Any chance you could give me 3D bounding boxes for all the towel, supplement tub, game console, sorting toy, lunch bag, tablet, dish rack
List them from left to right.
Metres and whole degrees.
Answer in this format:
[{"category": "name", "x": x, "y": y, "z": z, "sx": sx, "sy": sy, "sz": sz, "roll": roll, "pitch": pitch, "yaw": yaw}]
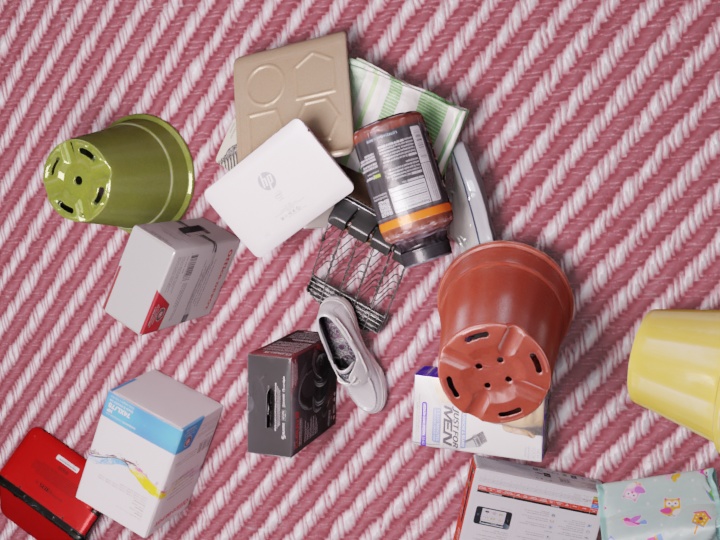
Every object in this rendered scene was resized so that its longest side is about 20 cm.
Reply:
[{"category": "game console", "x": -0.547, "y": 0.411, "z": 1.712, "sx": 0.198, "sy": 0.119, "sz": 0.173, "roll": 30, "pitch": 75, "yaw": 12}, {"category": "tablet", "x": -0.119, "y": -0.114, "z": 1.359, "sx": 0.199, "sy": 0.014, "sz": 0.130, "roll": -34, "pitch": 106, "yaw": 26}, {"category": "sorting toy", "x": -0.098, "y": -0.242, "z": 1.388, "sx": 0.182, "sy": 0.036, "sz": 0.203, "roll": -9, "pitch": 71, "yaw": 18}, {"category": "dish rack", "x": 0.000, "y": 0.000, "z": 1.425, "sx": 0.152, "sy": 0.055, "sz": 0.201, "roll": 30, "pitch": 136, "yaw": 10}, {"category": "towel", "x": 0.044, "y": -0.202, "z": 1.372, "sx": 0.198, "sy": 0.023, "sz": 0.154, "roll": 27, "pitch": 108, "yaw": 19}, {"category": "supplement tub", "x": 0.064, "y": -0.109, "z": 1.306, "sx": 0.106, "sy": 0.107, "sz": 0.203, "roll": -17, "pitch": 91, "yaw": 20}, {"category": "lunch bag", "x": 0.429, "y": 0.378, "z": 1.311, "sx": 0.168, "sy": 0.123, "sz": 0.201, "roll": -14, "pitch": 130, "yaw": 19}]

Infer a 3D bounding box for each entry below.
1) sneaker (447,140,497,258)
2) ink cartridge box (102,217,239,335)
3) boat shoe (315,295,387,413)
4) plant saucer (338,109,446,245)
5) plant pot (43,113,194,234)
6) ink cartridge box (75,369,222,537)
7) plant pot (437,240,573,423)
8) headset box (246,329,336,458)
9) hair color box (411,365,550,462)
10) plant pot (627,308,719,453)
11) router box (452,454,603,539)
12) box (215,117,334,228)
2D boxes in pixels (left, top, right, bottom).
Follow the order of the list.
[{"category": "sneaker", "x": 0.150, "y": -0.083, "z": 1.370, "sx": 0.070, "sy": 0.073, "sz": 0.203, "roll": -13, "pitch": 94, "yaw": 15}, {"category": "ink cartridge box", "x": -0.289, "y": 0.004, "z": 1.470, "sx": 0.083, "sy": 0.200, "sz": 0.146, "roll": 30, "pitch": 106, "yaw": 16}, {"category": "boat shoe", "x": -0.016, "y": 0.139, "z": 1.443, "sx": 0.071, "sy": 0.069, "sz": 0.203, "roll": -6, "pitch": 112, "yaw": 24}, {"category": "plant saucer", "x": 0.040, "y": -0.137, "z": 1.415, "sx": 0.198, "sy": 0.037, "sz": 0.204, "roll": 3, "pitch": 98, "yaw": 24}, {"category": "plant pot", "x": -0.393, "y": -0.147, "z": 1.489, "sx": 0.197, "sy": 0.190, "sz": 0.203, "roll": 2, "pitch": 98, "yaw": 18}, {"category": "ink cartridge box", "x": -0.346, "y": 0.297, "z": 1.557, "sx": 0.144, "sy": 0.147, "sz": 0.202, "roll": 24, "pitch": 104, "yaw": 14}, {"category": "plant pot", "x": 0.188, "y": 0.091, "z": 1.289, "sx": 0.198, "sy": 0.196, "sz": 0.204, "roll": 5, "pitch": 116, "yaw": 11}, {"category": "headset box", "x": -0.105, "y": 0.184, "z": 1.429, "sx": 0.076, "sy": 0.200, "sz": 0.151, "roll": 4, "pitch": 98, "yaw": 19}, {"category": "hair color box", "x": 0.179, "y": 0.211, "z": 1.408, "sx": 0.197, "sy": 0.065, "sz": 0.111, "roll": 4, "pitch": 99, "yaw": 17}, {"category": "plant pot", "x": 0.461, "y": 0.135, "z": 1.241, "sx": 0.187, "sy": 0.200, "sz": 0.204, "roll": 12, "pitch": 102, "yaw": 33}, {"category": "router box", "x": 0.241, "y": 0.380, "z": 1.385, "sx": 0.197, "sy": 0.049, "sz": 0.182, "roll": 12, "pitch": 102, "yaw": -2}, {"category": "box", "x": -0.121, "y": -0.149, "z": 1.438, "sx": 0.199, "sy": 0.068, "sz": 0.083, "roll": 36, "pitch": 111, "yaw": 24}]
